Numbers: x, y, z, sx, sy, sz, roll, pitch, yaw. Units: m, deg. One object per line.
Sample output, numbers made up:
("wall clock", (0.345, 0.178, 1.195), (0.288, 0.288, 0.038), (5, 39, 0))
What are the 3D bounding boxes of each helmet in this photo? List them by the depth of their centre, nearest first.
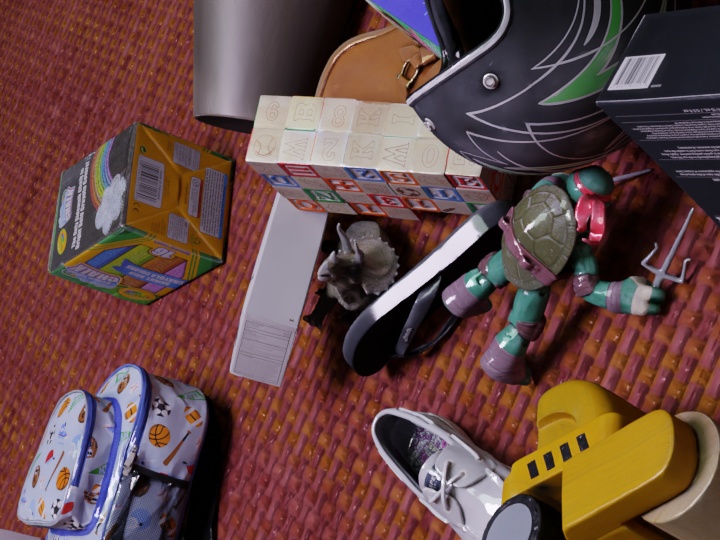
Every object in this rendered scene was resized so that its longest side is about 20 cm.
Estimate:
("helmet", (0.128, -0.161, 1.104), (0.200, 0.199, 0.192), (-9, 83, 53))

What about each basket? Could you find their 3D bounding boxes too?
("basket", (-0.088, -0.235, 1.564), (0.136, 0.180, 0.201), (163, 116, -84))

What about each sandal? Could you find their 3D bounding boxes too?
("sandal", (0.056, 0.024, 1.279), (0.200, 0.076, 0.043), (-47, 66, 31))

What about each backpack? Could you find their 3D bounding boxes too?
("backpack", (-0.224, 0.184, 1.524), (0.200, 0.154, 0.191), (-9, 55, 56))

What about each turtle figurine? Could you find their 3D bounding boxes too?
("turtle figurine", (0.142, -0.016, 1.158), (0.200, 0.100, 0.150), (-51, 37, 34))

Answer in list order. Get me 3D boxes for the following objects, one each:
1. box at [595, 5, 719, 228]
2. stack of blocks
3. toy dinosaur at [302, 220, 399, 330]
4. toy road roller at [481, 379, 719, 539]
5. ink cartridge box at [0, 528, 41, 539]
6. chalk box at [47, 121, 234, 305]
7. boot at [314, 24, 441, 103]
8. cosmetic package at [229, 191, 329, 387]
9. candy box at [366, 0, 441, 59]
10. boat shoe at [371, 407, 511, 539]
("box", (0.264, -0.091, 0.969), (0.200, 0.141, 0.079), (5, 58, 55))
("stack of blocks", (0.024, -0.087, 1.307), (0.199, 0.115, 0.059), (6, 74, 23))
("toy dinosaur", (0.000, 0.000, 1.378), (0.102, 0.077, 0.200), (-59, 3, 17))
("toy road roller", (0.172, 0.129, 1.009), (0.200, 0.123, 0.146), (-36, 34, 40))
("ink cartridge box", (-0.393, 0.392, 1.695), (0.148, 0.085, 0.200), (-49, 39, 27))
("chalk box", (-0.240, -0.049, 1.692), (0.200, 0.124, 0.125), (-25, 53, 48))
("boot", (0.040, -0.151, 1.398), (0.200, 0.073, 0.155), (-54, 40, 26))
("cosmetic package", (-0.064, -0.005, 1.397), (0.083, 0.050, 0.200), (110, 175, -47))
("candy box", (0.114, -0.237, 1.283), (0.169, 0.077, 0.200), (-53, 47, 6))
("boat shoe", (0.071, 0.153, 1.180), (0.072, 0.068, 0.200), (-60, 34, 13))
